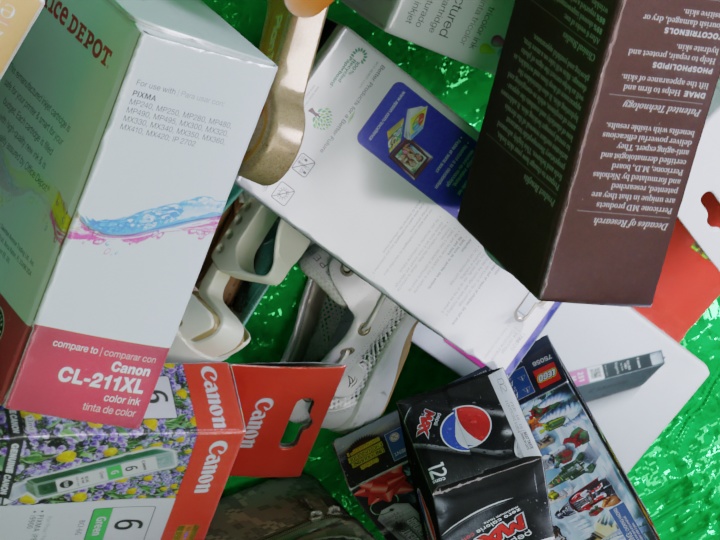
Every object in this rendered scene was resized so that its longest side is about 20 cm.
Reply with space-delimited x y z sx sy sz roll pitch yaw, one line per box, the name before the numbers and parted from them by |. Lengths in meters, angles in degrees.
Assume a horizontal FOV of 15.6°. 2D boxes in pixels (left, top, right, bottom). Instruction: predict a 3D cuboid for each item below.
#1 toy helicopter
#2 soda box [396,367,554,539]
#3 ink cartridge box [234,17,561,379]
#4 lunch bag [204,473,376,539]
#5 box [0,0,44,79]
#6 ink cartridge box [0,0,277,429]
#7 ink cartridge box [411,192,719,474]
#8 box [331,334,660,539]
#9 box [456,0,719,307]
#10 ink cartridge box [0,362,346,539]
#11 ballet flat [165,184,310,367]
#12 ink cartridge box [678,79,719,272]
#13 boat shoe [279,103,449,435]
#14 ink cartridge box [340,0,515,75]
toy helicopter | -0.022 -0.139 1.291 0.079 0.132 0.201 20 79 -33
soda box | 0.070 0.146 1.443 0.063 0.071 0.200 -18 139 -5
ink cartridge box | 0.028 -0.036 1.376 0.200 0.039 0.100 38 88 -26
lunch bag | -0.059 0.221 1.460 0.199 0.168 0.140 -17 121 -19
box | -0.271 -0.091 1.235 0.152 0.106 0.200 25 101 -34
ink cartridge box | -0.134 -0.045 1.302 0.083 0.146 0.201 13 108 -32
ink cartridge box | 0.135 0.009 1.531 0.200 0.044 0.174 36 96 -35
box | 0.084 0.133 1.520 0.137 0.040 0.200 -27 139 6
box | 0.119 -0.092 1.287 0.075 0.100 0.201 6 112 -27
ink cartridge box | -0.110 0.101 1.411 0.199 0.050 0.109 0 140 -20
ballet flat | -0.073 0.001 1.403 0.067 0.070 0.200 27 101 -35
ink cartridge box | 0.248 -0.099 1.518 0.200 0.068 0.115 -43 125 -2
boat shoe | 0.000 0.000 1.439 0.069 0.071 0.201 7 112 -31
ink cartridge box | 0.104 -0.172 1.398 0.199 0.085 0.145 17 104 -33
